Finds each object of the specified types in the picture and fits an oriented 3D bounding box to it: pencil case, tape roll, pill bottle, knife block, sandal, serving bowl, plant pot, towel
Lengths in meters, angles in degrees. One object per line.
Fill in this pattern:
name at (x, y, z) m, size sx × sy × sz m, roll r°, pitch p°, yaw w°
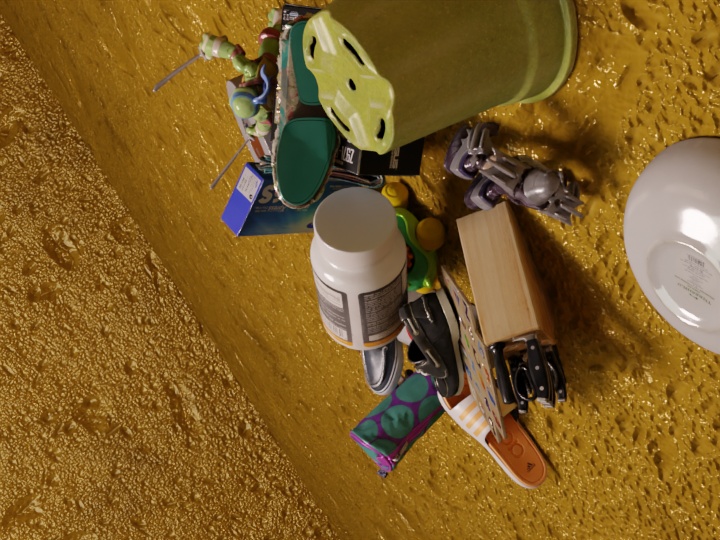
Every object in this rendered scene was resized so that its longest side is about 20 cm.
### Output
pencil case at (0.082, 0.210, 1.303) m, size 0.092 × 0.200 × 0.085 m, roll 30°, pitch 154°, yaw 45°
tape roll at (-0.131, -0.206, 1.326) m, size 0.201 × 0.066 × 0.201 m, roll 61°, pitch 169°, yaw 20°
pill bottle at (0.000, 0.000, 1.049) m, size 0.116 × 0.116 × 0.201 m, roll 45°, pitch 158°, yaw 29°
knife block at (0.163, 0.048, 0.942) m, size 0.201 × 0.063 × 0.176 m, roll 64°, pitch -160°, yaw -17°
sandal at (0.200, 0.218, 1.241) m, size 0.207 × 0.079 × 0.059 m, roll 47°, pitch 158°, yaw 3°
serving bowl at (0.288, -0.004, 0.714) m, size 0.200 × 0.066 × 0.201 m, roll 46°, pitch 156°, yaw 27°
plant pot at (0.057, -0.203, 0.781) m, size 0.200 × 0.183 × 0.201 m, roll 46°, pitch 157°, yaw 27°
towel at (-0.046, -0.121, 1.069) m, size 0.200 × 0.145 × 0.022 m, roll -113°, pitch 30°, yaw -83°

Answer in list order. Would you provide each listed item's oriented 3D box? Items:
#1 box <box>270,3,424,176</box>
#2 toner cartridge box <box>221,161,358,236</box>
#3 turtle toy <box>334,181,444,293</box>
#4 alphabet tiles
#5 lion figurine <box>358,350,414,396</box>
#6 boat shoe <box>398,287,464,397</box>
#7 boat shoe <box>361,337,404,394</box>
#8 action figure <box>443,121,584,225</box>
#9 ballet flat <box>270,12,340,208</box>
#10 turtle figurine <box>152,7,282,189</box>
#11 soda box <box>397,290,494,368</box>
box at (-0.013, -0.206, 0.981) m, size 0.199 × 0.085 × 0.165 m, roll 27°, pitch 115°, yaw 52°
toner cartridge box at (-0.095, -0.101, 1.233) m, size 0.043 × 0.199 × 0.095 m, roll 46°, pitch 121°, yaw 27°
turtle toy at (0.029, -0.042, 1.199) m, size 0.200 × 0.101 × 0.146 m, roll 47°, pitch 157°, yaw 25°
alphabet tiles at (0.132, 0.099, 1.039) m, size 0.167 × 0.006 × 0.201 m, roll -117°, pitch 9°, yaw -61°
lion figurine at (0.026, 0.138, 1.429) m, size 0.123 × 0.072 × 0.201 m, roll -54°, pitch 27°, yaw 42°
boat shoe at (0.090, 0.099, 1.106) m, size 0.201 × 0.067 × 0.072 m, roll 74°, pitch 172°, yaw -50°
boat shoe at (0.012, 0.087, 1.311) m, size 0.070 × 0.090 × 0.203 m, roll 1°, pitch 89°, yaw 44°
action figure at (0.146, -0.097, 0.861) m, size 0.130 × 0.070 × 0.200 m, roll 39°, pitch 177°, yaw -20°
ballet flat at (-0.056, -0.167, 0.929) m, size 0.064 × 0.075 × 0.202 m, roll -112°, pitch 28°, yaw -81°
turtle figurine at (-0.153, -0.250, 1.143) m, size 0.144 × 0.194 × 0.200 m, roll 44°, pitch 136°, yaw -11°
soda box at (0.119, 0.081, 1.222) m, size 0.200 × 0.068 × 0.064 m, roll 21°, pitch 139°, yaw 58°
